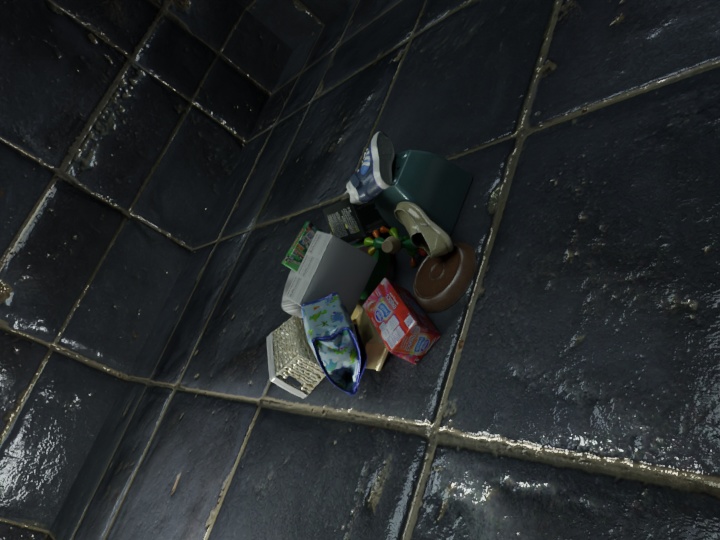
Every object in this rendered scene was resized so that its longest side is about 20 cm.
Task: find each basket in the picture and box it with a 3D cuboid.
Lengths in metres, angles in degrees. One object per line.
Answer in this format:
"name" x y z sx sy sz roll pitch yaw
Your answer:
"basket" -0.183 0.246 1.691 0.123 0.135 0.200 -44 32 17

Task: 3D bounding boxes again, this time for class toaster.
"toaster" -0.174 0.071 1.870 0.129 0.113 0.201 -13 55 48

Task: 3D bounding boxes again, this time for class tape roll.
"tape roll" 0.000 0.000 1.671 0.200 0.048 0.201 -37 34 32

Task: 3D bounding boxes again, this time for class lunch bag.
"lunch bag" -0.058 0.186 1.434 0.127 0.201 0.170 -17 31 -4

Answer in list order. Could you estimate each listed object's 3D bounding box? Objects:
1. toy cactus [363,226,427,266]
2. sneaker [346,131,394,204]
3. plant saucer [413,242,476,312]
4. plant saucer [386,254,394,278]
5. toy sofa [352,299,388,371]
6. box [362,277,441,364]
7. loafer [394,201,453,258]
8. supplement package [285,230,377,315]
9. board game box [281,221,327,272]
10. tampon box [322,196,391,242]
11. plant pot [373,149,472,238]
"toy cactus" 0.090 -0.063 1.528 0.199 0.165 0.103 14 102 18
"sneaker" 0.013 -0.267 1.544 0.146 0.080 0.201 -27 46 35
"plant saucer" 0.201 0.009 1.448 0.200 0.034 0.201 -36 36 32
"plant saucer" 0.013 0.001 1.737 0.199 0.037 0.201 -16 49 50
"toy sofa" 0.031 0.166 1.518 0.200 0.097 0.083 -109 34 -54
"box" 0.097 0.120 1.413 0.100 0.095 0.200 -51 36 13
"loafer" 0.147 -0.103 1.454 0.068 0.076 0.200 -36 54 -17
"supplement package" -0.077 0.021 1.539 0.111 0.155 0.201 20 83 62
"board game box" -0.101 -0.027 1.597 0.135 0.200 0.029 -59 28 -6
"tampon box" 0.006 -0.167 1.735 0.149 0.127 0.200 -25 7 -25
"plant pot" 0.149 -0.221 1.583 0.196 0.200 0.197 -3 58 55
